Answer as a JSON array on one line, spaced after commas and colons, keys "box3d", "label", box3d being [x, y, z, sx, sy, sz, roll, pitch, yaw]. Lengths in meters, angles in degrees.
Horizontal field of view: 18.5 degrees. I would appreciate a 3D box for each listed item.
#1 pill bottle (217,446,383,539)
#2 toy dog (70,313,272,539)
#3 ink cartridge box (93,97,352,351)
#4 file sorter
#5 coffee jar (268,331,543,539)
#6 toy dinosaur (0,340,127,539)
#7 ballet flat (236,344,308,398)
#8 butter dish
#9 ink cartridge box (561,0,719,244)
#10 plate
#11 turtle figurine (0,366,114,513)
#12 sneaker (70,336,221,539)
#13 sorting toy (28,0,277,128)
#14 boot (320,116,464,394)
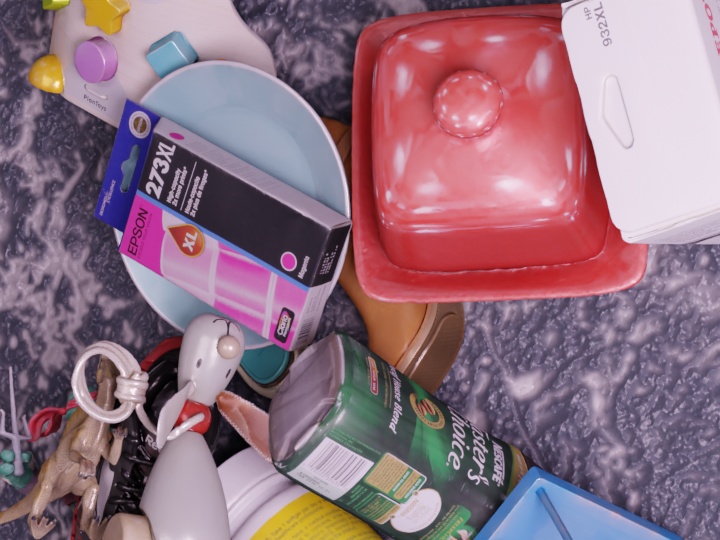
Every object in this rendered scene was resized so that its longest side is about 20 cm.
[{"box3d": [-0.030, 0.221, 1.535, 0.200, 0.114, 0.115, 43, 111, 24], "label": "pill bottle"}, {"box3d": [-0.108, 0.132, 1.458, 0.096, 0.131, 0.202, -5, 93, 61], "label": "toy dog"}, {"box3d": [-0.104, -0.033, 1.511, 0.199, 0.037, 0.095, 30, 114, 25], "label": "ink cartridge box"}, {"box3d": [0.118, 0.256, 1.398, 0.201, 0.138, 0.123, -53, 32, 17], "label": "file sorter"}, {"box3d": [0.038, 0.131, 1.444, 0.085, 0.199, 0.105, -46, 24, 21], "label": "coffee jar"}, {"box3d": [-0.205, 0.143, 1.539, 0.200, 0.058, 0.102, -51, 32, 26], "label": "toy dinosaur"}, {"box3d": [-0.095, 0.012, 1.601, 0.069, 0.069, 0.201, -44, 64, 24], "label": "ballet flat"}, {"box3d": [0.079, -0.089, 1.414, 0.197, 0.148, 0.202, -3, 78, 13], "label": "butter dish"}, {"box3d": [0.214, -0.096, 1.330, 0.083, 0.199, 0.146, -19, 81, 30], "label": "ink cartridge box"}, {"box3d": [-0.088, -0.046, 1.534, 0.199, 0.026, 0.202, 5, 100, 30], "label": "plate"}, {"box3d": [-0.185, 0.155, 1.641, 0.148, 0.101, 0.202, -18, 83, -7], "label": "turtle figurine"}, {"box3d": [-0.151, 0.142, 1.553, 0.070, 0.098, 0.202, 24, 85, -9], "label": "sneaker"}, {"box3d": [-0.160, -0.203, 1.580, 0.199, 0.107, 0.181, 28, 130, 28], "label": "sorting toy"}, {"box3d": [0.000, 0.000, 1.529, 0.154, 0.077, 0.202, 23, 97, 24], "label": "boot"}]
